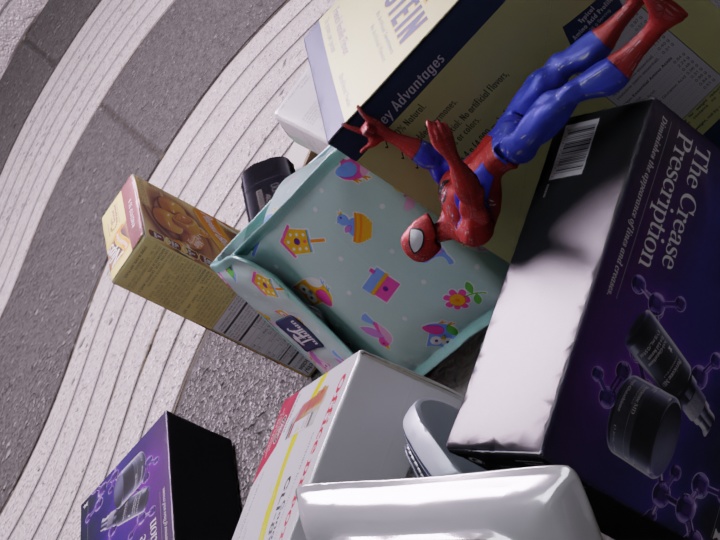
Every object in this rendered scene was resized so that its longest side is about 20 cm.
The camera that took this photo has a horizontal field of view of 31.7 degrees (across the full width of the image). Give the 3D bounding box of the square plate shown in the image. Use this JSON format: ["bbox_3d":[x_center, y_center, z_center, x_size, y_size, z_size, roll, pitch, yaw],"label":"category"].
[{"bbox_3d":[0.058,0.199,0.647,0.200,0.199,0.028,-14,10,45],"label":"square plate"}]

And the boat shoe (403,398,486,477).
[{"bbox_3d":[0.070,0.168,0.707,0.091,0.071,0.200,-55,55,22],"label":"boat shoe"}]

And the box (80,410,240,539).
[{"bbox_3d":[-0.171,0.242,1.075,0.141,0.079,0.200,-50,30,22],"label":"box"}]

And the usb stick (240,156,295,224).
[{"bbox_3d":[-0.075,-0.052,1.143,0.055,0.033,0.200,-21,28,1],"label":"usb stick"}]

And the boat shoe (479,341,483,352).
[{"bbox_3d":[0.100,0.090,0.801,0.074,0.065,0.203,-9,56,54],"label":"boat shoe"}]

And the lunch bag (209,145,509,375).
[{"bbox_3d":[0.000,0.000,0.923,0.200,0.170,0.122,-40,12,35],"label":"lunch bag"}]

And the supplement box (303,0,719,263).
[{"bbox_3d":[0.107,-0.130,0.776,0.200,0.199,0.134,-46,31,22],"label":"supplement box"}]

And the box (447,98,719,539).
[{"bbox_3d":[0.150,0.032,0.683,0.079,0.141,0.201,-6,58,54],"label":"box"}]

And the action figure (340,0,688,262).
[{"bbox_3d":[0.067,-0.088,0.671,0.200,0.099,0.065,-53,23,26],"label":"action figure"}]

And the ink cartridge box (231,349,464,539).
[{"bbox_3d":[-0.016,0.148,0.849,0.146,0.083,0.200,-69,11,-20],"label":"ink cartridge box"}]

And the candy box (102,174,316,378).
[{"bbox_3d":[-0.119,0.005,1.085,0.055,0.200,0.116,-53,29,17],"label":"candy box"}]

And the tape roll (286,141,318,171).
[{"bbox_3d":[-0.010,-0.103,1.187,0.203,0.037,0.203,-37,36,33],"label":"tape roll"}]

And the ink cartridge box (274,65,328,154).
[{"bbox_3d":[0.042,-0.153,1.095,0.200,0.050,0.161,30,80,35],"label":"ink cartridge box"}]
